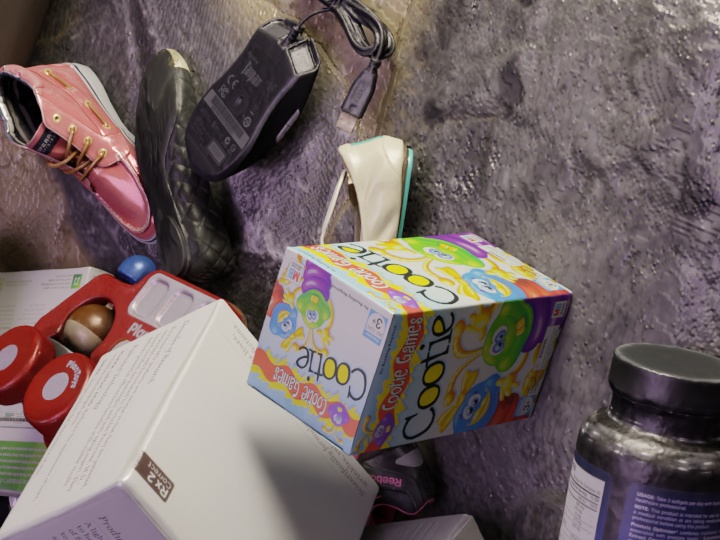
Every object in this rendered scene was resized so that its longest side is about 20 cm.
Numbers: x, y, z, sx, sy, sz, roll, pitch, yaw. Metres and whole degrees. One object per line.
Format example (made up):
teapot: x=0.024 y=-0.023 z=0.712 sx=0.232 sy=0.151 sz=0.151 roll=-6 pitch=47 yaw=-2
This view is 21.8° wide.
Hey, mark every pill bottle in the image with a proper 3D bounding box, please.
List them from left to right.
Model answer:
pill bottle: x=0.188 y=0.155 z=1.211 sx=0.111 sy=0.111 sz=0.202 roll=19 pitch=106 yaw=39

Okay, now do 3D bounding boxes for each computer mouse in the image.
computer mouse: x=-0.047 y=-0.134 z=1.444 sx=0.140 sy=0.046 sz=0.201 roll=46 pitch=109 yaw=34

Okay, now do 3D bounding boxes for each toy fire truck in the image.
toy fire truck: x=-0.195 y=0.070 z=1.472 sx=0.168 sy=0.112 sz=0.199 roll=-51 pitch=38 yaw=-13

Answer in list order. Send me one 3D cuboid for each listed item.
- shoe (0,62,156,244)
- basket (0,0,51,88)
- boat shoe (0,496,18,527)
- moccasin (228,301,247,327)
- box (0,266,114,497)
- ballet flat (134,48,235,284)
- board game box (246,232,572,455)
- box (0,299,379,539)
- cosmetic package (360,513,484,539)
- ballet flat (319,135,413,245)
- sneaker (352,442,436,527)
shoe: x=-0.236 y=-0.098 z=1.580 sx=0.201 sy=0.091 sz=0.072 roll=54 pitch=125 yaw=25
basket: x=-0.324 y=-0.275 z=1.622 sx=0.180 sy=0.135 sz=0.201 roll=49 pitch=119 yaw=39
boat shoe: x=-0.282 y=0.199 z=1.661 sx=0.199 sy=0.065 sz=0.073 roll=-17 pitch=82 yaw=41
moccasin: x=-0.162 y=0.107 z=1.541 sx=0.201 sy=0.073 sz=0.078 roll=-36 pitch=41 yaw=29
box: x=-0.289 y=0.099 z=1.638 sx=0.144 sy=0.036 sz=0.202 roll=-2 pitch=71 yaw=44
ballet flat: x=-0.146 y=-0.085 z=1.539 sx=0.066 sy=0.056 sz=0.202 roll=-22 pitch=73 yaw=47
board game box: x=0.036 y=0.045 z=1.278 sx=0.105 sy=0.199 sz=0.104 roll=31 pitch=113 yaw=34
box: x=-0.113 y=0.169 z=1.295 sx=0.130 sy=0.201 sz=0.199 roll=-24 pitch=115 yaw=33
cosmetic package: x=0.009 y=0.251 z=1.374 sx=0.199 sy=0.090 sz=0.107 roll=-10 pitch=117 yaw=43
ballet flat: x=0.000 y=0.000 z=1.392 sx=0.069 sy=0.069 sz=0.202 roll=4 pitch=91 yaw=41
sneaker: x=-0.019 y=0.177 z=1.431 sx=0.199 sy=0.079 sz=0.096 roll=-31 pitch=88 yaw=41
